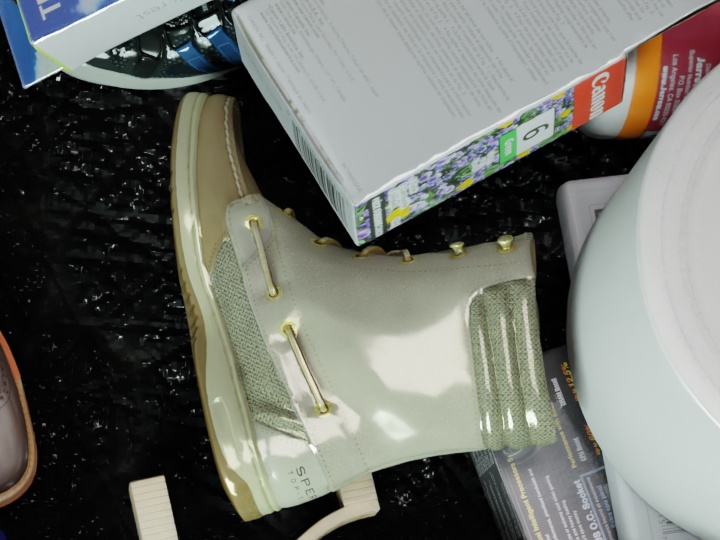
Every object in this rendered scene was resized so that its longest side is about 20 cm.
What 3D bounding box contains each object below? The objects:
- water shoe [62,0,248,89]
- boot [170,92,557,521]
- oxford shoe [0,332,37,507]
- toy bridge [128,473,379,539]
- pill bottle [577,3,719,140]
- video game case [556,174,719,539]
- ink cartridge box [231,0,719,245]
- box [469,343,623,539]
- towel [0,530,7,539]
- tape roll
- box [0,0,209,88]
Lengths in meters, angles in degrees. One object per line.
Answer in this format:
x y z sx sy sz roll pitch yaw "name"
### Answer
-0.051 -0.130 1.104 0.200 0.079 0.072 -4 76 -8 "water shoe"
0.000 0.000 1.058 0.154 0.072 0.200 -13 66 4 "boot"
-0.203 0.013 1.051 0.071 0.073 0.200 -29 81 -14 "oxford shoe"
-0.088 0.125 1.061 0.200 0.027 0.067 -12 78 -10 "toy bridge"
0.197 -0.120 1.116 0.200 0.113 0.113 -3 76 -8 "pill bottle"
0.192 0.047 1.069 0.181 0.023 0.200 -7 75 -9 "video game case"
0.057 -0.107 1.037 0.200 0.050 0.109 -29 69 -9 "ink cartridge box"
0.149 0.120 1.081 0.157 0.050 0.200 -19 79 -11 "box"
-0.178 0.188 0.990 0.148 0.050 0.200 -37 97 -41 "towel"
0.196 0.012 0.995 0.202 0.139 0.203 2 73 -7 "tape roll"
-0.089 -0.177 1.067 0.200 0.048 0.122 -24 72 13 "box"
